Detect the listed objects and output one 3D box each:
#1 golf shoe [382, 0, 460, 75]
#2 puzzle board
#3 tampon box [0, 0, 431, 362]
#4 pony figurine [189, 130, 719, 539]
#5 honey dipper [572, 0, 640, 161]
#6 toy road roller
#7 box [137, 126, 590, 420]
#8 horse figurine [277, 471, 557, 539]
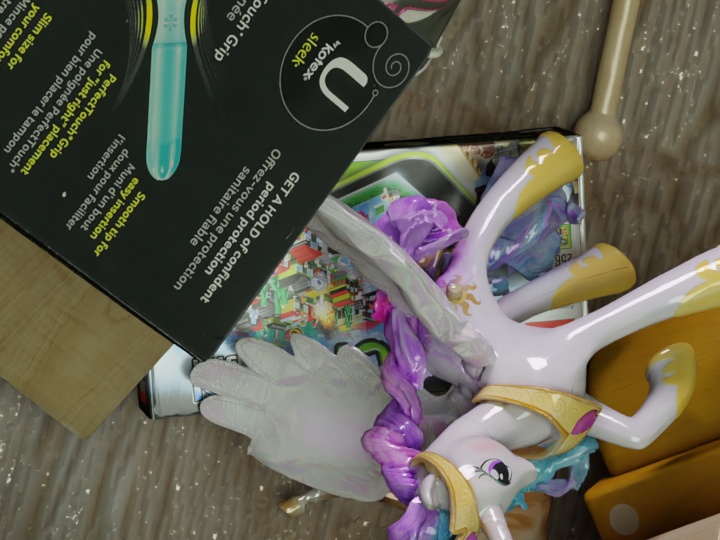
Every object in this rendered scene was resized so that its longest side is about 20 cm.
[{"bbox_3d":[0.020,-0.137,1.287,0.199,0.077,0.088,-30,121,-5],"label":"golf shoe"},{"bbox_3d":[-0.106,-0.048,1.236,0.151,0.017,0.200,40,99,-17],"label":"puzzle board"},{"bbox_3d":[-0.106,-0.092,1.108,0.200,0.126,0.150,39,87,-34],"label":"tampon box"},{"bbox_3d":[0.040,0.027,1.222,0.200,0.193,0.167,-38,148,-33],"label":"pony figurine"},{"bbox_3d":[0.123,-0.147,1.320,0.038,0.038,0.201,11,96,-15],"label":"honey dipper"},{"bbox_3d":[0.147,0.090,1.281,0.122,0.200,0.147,-24,92,31],"label":"toy road roller"},{"bbox_3d":[0.000,0.000,1.308,0.199,0.035,0.111,-5,99,-13],"label":"box"},{"bbox_3d":[0.051,0.148,1.331,0.132,0.050,0.201,-22,103,-6],"label":"horse figurine"}]
